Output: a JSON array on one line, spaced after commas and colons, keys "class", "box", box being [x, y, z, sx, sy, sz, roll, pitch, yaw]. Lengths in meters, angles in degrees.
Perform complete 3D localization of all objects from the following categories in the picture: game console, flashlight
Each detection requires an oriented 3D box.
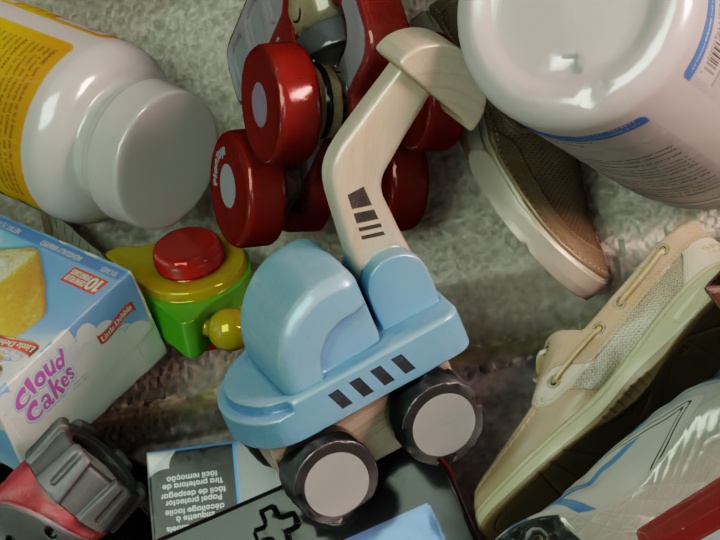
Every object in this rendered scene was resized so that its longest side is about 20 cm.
[{"class": "game console", "box": [-0.006, 0.205, 1.404, 0.176, 0.031, 0.201, -22, 74, -3]}, {"class": "flashlight", "box": [-0.206, 0.173, 1.472, 0.068, 0.068, 0.200, 40, 98, -16]}]

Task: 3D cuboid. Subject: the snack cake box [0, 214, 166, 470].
[{"class": "snack cake box", "box": [-0.224, 0.032, 1.563, 0.200, 0.067, 0.115, 21, 54, 42]}]

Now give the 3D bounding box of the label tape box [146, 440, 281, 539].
[{"class": "label tape box", "box": [-0.035, 0.191, 1.459, 0.143, 0.066, 0.201, -8, 72, 4]}]

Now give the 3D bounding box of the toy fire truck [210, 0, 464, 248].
[{"class": "toy fire truck", "box": [-0.026, -0.116, 1.486, 0.200, 0.112, 0.168, 116, 142, -54]}]

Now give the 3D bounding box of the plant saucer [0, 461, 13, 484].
[{"class": "plant saucer", "box": [-0.274, 0.125, 1.600, 0.200, 0.037, 0.201, -25, 38, 22]}]

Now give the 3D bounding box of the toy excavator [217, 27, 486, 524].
[{"class": "toy excavator", "box": [0.000, 0.000, 1.374, 0.194, 0.200, 0.100, -29, 28, -9]}]

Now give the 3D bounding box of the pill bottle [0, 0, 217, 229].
[{"class": "pill bottle", "box": [-0.182, -0.093, 1.582, 0.200, 0.113, 0.113, 22, 89, 37]}]

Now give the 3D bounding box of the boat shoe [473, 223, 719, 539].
[{"class": "boat shoe", "box": [0.128, 0.061, 1.428, 0.200, 0.072, 0.065, -48, 54, 8]}]

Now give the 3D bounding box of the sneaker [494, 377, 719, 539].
[{"class": "sneaker", "box": [0.138, 0.128, 1.387, 0.200, 0.072, 0.072, -35, 89, -2]}]

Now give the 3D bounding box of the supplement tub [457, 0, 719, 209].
[{"class": "supplement tub", "box": [0.146, -0.113, 1.380, 0.131, 0.200, 0.133, -6, 76, 25]}]

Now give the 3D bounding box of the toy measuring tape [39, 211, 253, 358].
[{"class": "toy measuring tape", "box": [-0.116, -0.005, 1.579, 0.200, 0.073, 0.074, 35, 96, 47]}]

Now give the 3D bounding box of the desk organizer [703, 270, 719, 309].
[{"class": "desk organizer", "box": [0.228, 0.008, 1.303, 0.072, 0.200, 0.077, -38, 87, 15]}]

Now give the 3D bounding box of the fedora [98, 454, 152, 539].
[{"class": "fedora", "box": [-0.184, 0.198, 1.541, 0.200, 0.092, 0.201, -7, 75, 26]}]

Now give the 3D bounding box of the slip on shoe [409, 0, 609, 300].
[{"class": "slip on shoe", "box": [0.093, -0.077, 1.475, 0.061, 0.076, 0.200, -36, 58, 16]}]

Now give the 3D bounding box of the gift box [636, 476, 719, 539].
[{"class": "gift box", "box": [0.257, 0.156, 1.277, 0.200, 0.186, 0.185, -32, 67, 39]}]
